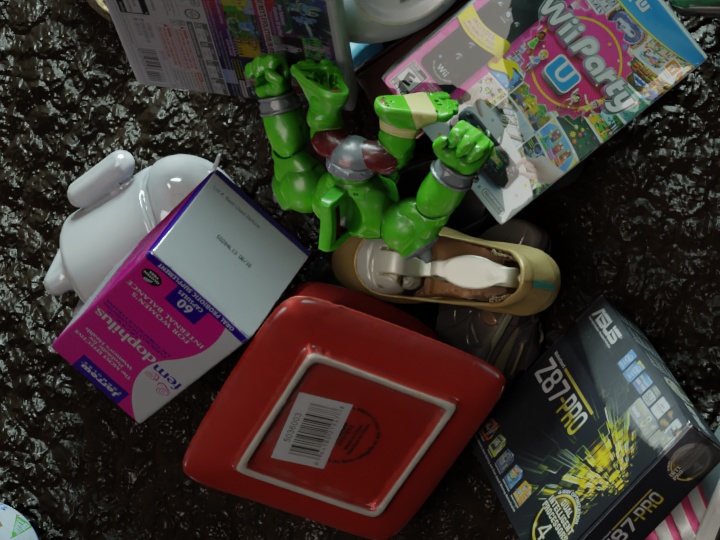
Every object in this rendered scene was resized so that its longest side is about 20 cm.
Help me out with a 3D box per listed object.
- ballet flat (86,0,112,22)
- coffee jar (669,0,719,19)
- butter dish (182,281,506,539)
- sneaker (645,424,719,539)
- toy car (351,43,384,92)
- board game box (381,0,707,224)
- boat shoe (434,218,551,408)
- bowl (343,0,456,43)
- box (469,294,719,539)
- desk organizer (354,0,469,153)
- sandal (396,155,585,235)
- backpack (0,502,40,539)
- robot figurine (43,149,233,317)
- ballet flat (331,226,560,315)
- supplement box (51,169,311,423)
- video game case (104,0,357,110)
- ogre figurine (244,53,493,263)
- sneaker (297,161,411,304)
[{"bbox_3d":[-0.254,-0.306,1.728,0.067,0.046,0.201,-33,77,23],"label":"ballet flat"},{"bbox_3d":[0.289,-0.289,1.443,0.104,0.085,0.201,4,93,26],"label":"coffee jar"},{"bbox_3d":[-0.018,0.085,1.522,0.200,0.199,0.148,-57,24,30],"label":"butter dish"},{"bbox_3d":[0.229,0.163,1.488,0.120,0.084,0.201,25,103,14],"label":"sneaker"},{"bbox_3d":[-0.079,-0.245,1.553,0.184,0.200,0.177,39,115,19],"label":"toy car"},{"bbox_3d":[0.139,-0.156,1.466,0.200,0.064,0.148,-39,94,13],"label":"board game box"},{"bbox_3d":[0.104,0.048,1.548,0.075,0.073,0.201,46,120,40],"label":"boat shoe"},{"bbox_3d":[0.018,-0.248,1.459,0.201,0.201,0.090,-53,38,17],"label":"bowl"},{"bbox_3d":[0.173,0.131,1.455,0.161,0.049,0.200,-46,28,12],"label":"box"},{"bbox_3d":[0.099,-0.176,1.547,0.200,0.072,0.077,-32,80,23],"label":"desk organizer"},{"bbox_3d":[0.083,-0.063,1.537,0.199,0.043,0.076,-29,106,10],"label":"sandal"},{"bbox_3d":[-0.377,0.298,1.753,0.199,0.154,0.192,8,84,28],"label":"backpack"},{"bbox_3d":[-0.178,-0.026,1.660,0.199,0.113,0.170,-28,118,24],"label":"robot figurine"},{"bbox_3d":[0.055,-0.006,1.482,0.199,0.063,0.069,5,89,29],"label":"ballet flat"},{"bbox_3d":[-0.144,0.024,1.517,0.101,0.104,0.200,41,143,-8],"label":"supplement box"},{"bbox_3d":[-0.098,-0.182,1.474,0.181,0.200,0.023,8,71,7],"label":"video game case"},{"bbox_3d":[-0.002,-0.082,1.442,0.199,0.098,0.120,13,118,6],"label":"ogre figurine"},{"bbox_3d":[0.000,0.000,1.610,0.079,0.075,0.200,32,105,-1],"label":"sneaker"}]
